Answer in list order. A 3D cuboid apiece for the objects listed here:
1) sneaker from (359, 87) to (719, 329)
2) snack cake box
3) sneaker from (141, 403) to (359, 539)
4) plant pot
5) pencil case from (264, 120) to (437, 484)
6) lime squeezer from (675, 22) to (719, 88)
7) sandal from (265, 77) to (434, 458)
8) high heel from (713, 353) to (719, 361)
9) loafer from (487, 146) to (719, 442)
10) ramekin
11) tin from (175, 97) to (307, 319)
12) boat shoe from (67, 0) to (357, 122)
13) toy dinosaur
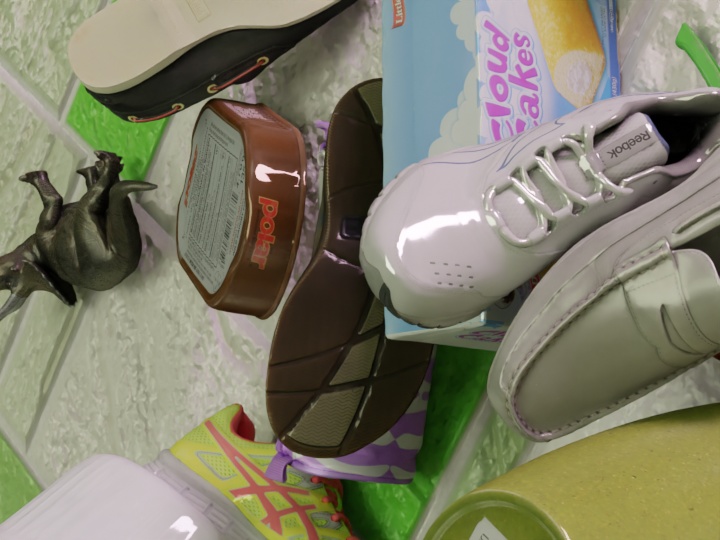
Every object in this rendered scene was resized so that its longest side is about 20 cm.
[{"bbox_3d":[0.084,-0.040,0.743,0.075,0.199,0.087,60,149,2],"label":"sneaker"},{"bbox_3d":[0.072,-0.063,0.845,0.067,0.115,0.201,-10,76,43],"label":"snack cake box"},{"bbox_3d":[-0.035,0.140,0.962,0.200,0.078,0.090,33,68,28],"label":"sneaker"},{"bbox_3d":[0.120,0.140,0.700,0.187,0.199,0.188,-9,77,46],"label":"plant pot"},{"bbox_3d":[0.003,0.018,0.930,0.084,0.085,0.201,3,86,55],"label":"pencil case"},{"bbox_3d":[0.211,-0.060,0.765,0.200,0.038,0.071,23,69,47],"label":"lime squeezer"},{"bbox_3d":[0.000,0.000,0.872,0.055,0.081,0.201,100,176,-74],"label":"sandal"},{"bbox_3d":[0.214,0.006,0.739,0.200,0.067,0.096,20,75,48],"label":"high heel"},{"bbox_3d":[0.137,0.005,0.705,0.200,0.070,0.070,-43,27,11],"label":"loafer"},{"bbox_3d":[-0.125,0.200,0.965,0.098,0.201,0.200,-43,36,-25],"label":"ramekin"},{"bbox_3d":[-0.074,-0.041,1.001,0.200,0.042,0.113,-139,63,-70],"label":"tin"},{"bbox_3d":[-0.076,-0.154,1.021,0.200,0.063,0.074,-25,65,6],"label":"boat shoe"},{"bbox_3d":[-0.183,-0.025,1.163,0.199,0.077,0.103,-11,88,41],"label":"toy dinosaur"}]
